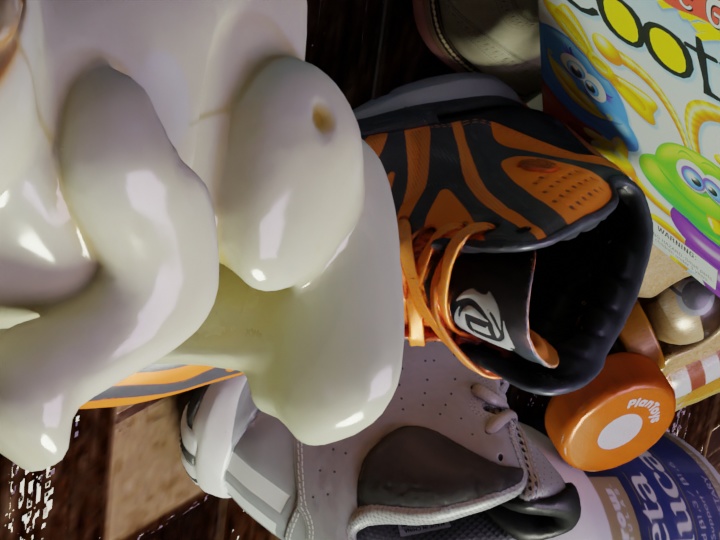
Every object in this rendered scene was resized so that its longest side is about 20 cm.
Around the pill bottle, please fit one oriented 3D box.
[{"bbox_3d":[0.059,0.110,1.002,0.200,0.111,0.111,6,108,-60],"label":"pill bottle"}]

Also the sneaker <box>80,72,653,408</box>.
[{"bbox_3d":[0.000,0.000,0.781,0.200,0.112,0.078,-24,124,-25],"label":"sneaker"}]

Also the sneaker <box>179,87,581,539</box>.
[{"bbox_3d":[0.046,0.032,0.886,0.200,0.115,0.075,-42,155,-16],"label":"sneaker"}]

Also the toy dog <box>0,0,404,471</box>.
[{"bbox_3d":[-0.084,-0.043,0.626,0.200,0.139,0.195,13,89,-60],"label":"toy dog"}]

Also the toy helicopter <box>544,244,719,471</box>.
[{"bbox_3d":[0.145,0.018,0.997,0.132,0.079,0.200,-46,140,18],"label":"toy helicopter"}]

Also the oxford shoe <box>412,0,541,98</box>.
[{"bbox_3d":[0.059,-0.102,0.867,0.071,0.074,0.200,-60,152,-11],"label":"oxford shoe"}]

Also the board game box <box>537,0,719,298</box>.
[{"bbox_3d":[0.121,-0.083,0.789,0.103,0.105,0.200,-45,160,-14],"label":"board game box"}]
